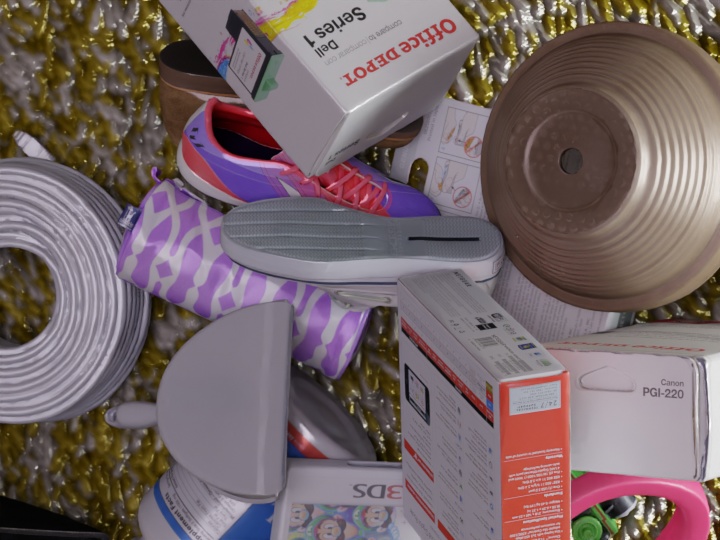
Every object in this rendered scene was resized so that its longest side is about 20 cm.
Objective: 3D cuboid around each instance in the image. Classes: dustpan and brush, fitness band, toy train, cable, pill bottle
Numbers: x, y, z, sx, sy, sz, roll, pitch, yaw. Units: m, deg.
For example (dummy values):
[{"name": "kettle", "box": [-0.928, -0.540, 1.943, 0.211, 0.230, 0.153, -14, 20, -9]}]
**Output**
[{"name": "dustpan and brush", "box": [-0.117, 0.097, 1.731, 0.199, 0.057, 0.141, -5, 77, 33]}, {"name": "fitness band", "box": [0.158, 0.199, 1.702, 0.201, 0.143, 0.038, -57, 35, 36]}, {"name": "toy train", "box": [0.126, 0.111, 1.736, 0.056, 0.042, 0.200, -37, 102, 8]}, {"name": "cable", "box": [-0.254, 0.016, 1.828, 0.199, 0.069, 0.201, 33, 99, 9]}, {"name": "pill bottle", "box": [-0.091, 0.173, 1.778, 0.112, 0.112, 0.200, 44, 102, 7]}]

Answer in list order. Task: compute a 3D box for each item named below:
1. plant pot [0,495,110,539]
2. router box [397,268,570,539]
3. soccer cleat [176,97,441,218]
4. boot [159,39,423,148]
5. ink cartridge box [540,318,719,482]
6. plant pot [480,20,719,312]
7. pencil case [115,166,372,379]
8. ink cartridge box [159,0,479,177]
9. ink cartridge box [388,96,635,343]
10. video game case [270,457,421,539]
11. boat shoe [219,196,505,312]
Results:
[{"name": "plant pot", "box": [-0.336, 0.244, 1.793, 0.177, 0.199, 0.201, 27, 99, 37]}, {"name": "router box", "box": [0.078, 0.116, 1.604, 0.048, 0.200, 0.181, -8, 111, -16]}, {"name": "soccer cleat", "box": [-0.032, -0.065, 1.733, 0.198, 0.073, 0.069, 21, 61, -4]}, {"name": "boot", "box": [-0.051, -0.111, 1.788, 0.198, 0.074, 0.076, 12, 123, 10]}, {"name": "ink cartridge box", "box": [0.217, 0.083, 1.636, 0.145, 0.199, 0.086, 2, 94, 37]}, {"name": "plant pot", "box": [0.161, -0.072, 1.660, 0.199, 0.093, 0.203, -1, 88, 28]}, {"name": "pencil case", "box": [-0.081, 0.003, 1.763, 0.199, 0.084, 0.086, 26, 79, -3]}, {"name": "ink cartridge box", "box": [-0.036, -0.186, 1.714, 0.200, 0.144, 0.084, 50, 143, 11]}, {"name": "ink cartridge box", "box": [0.113, -0.032, 1.763, 0.199, 0.057, 0.164, 17, 98, 33]}, {"name": "video game case", "box": [0.018, 0.234, 1.742, 0.180, 0.024, 0.202, 4, 104, -19]}, {"name": "boat shoe", "box": [0.000, 0.000, 1.701, 0.198, 0.074, 0.067, 6, 131, 2]}]
